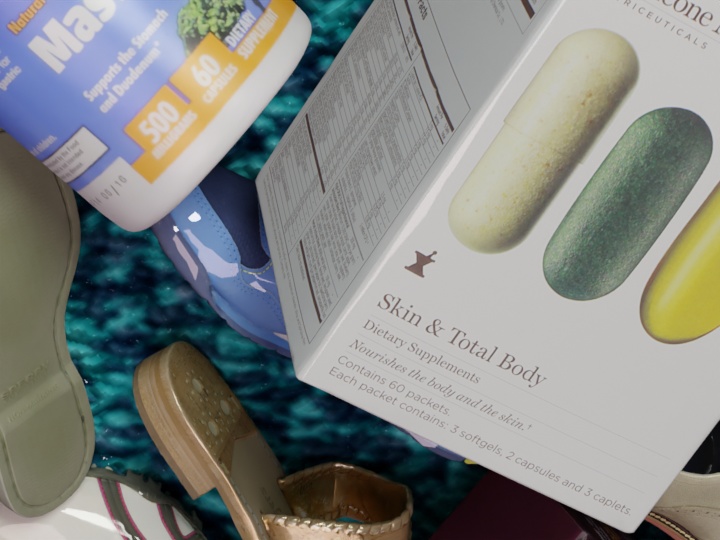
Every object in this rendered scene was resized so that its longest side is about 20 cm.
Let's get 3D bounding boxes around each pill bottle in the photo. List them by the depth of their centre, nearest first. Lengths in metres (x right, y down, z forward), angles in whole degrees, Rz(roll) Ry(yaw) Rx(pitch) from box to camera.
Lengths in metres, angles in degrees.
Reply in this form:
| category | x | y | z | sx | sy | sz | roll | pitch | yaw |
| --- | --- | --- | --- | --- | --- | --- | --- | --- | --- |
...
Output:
| category | x | y | z | sx | sy | sz | roll | pitch | yaw |
| --- | --- | --- | --- | --- | --- | --- | --- | --- | --- |
| pill bottle | -0.126 | -0.118 | 1.090 | 0.200 | 0.112 | 0.112 | 41 | 118 | -11 |

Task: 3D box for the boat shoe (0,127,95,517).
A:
| category | x | y | z | sx | sy | sz | roll | pitch | yaw |
| --- | --- | --- | --- | --- | --- | --- | --- | --- | --- |
| boat shoe | -0.159 | 0.012 | 1.216 | 0.066 | 0.074 | 0.200 | 29 | 143 | 37 |

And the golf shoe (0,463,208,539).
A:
| category | x | y | z | sx | sy | sz | roll | pitch | yaw |
| --- | --- | --- | --- | --- | --- | --- | --- | --- | --- |
| golf shoe | -0.092 | 0.152 | 1.288 | 0.199 | 0.088 | 0.077 | 23 | 124 | -9 |

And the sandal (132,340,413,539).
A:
| category | x | y | z | sx | sy | sz | roll | pitch | yaw |
| --- | --- | --- | --- | --- | --- | --- | --- | --- | --- |
| sandal | -0.012 | 0.109 | 1.260 | 0.070 | 0.078 | 0.212 | -28 | 111 | 23 |

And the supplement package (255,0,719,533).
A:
| category | x | y | z | sx | sy | sz | roll | pitch | yaw |
| --- | --- | --- | --- | --- | --- | --- | --- | --- | --- |
| supplement package | 0.081 | -0.044 | 1.053 | 0.151 | 0.151 | 0.200 | 26 | 113 | -21 |

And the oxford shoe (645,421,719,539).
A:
| category | x | y | z | sx | sy | sz | roll | pitch | yaw |
| --- | --- | --- | --- | --- | --- | --- | --- | --- | --- |
| oxford shoe | 0.162 | 0.084 | 1.202 | 0.200 | 0.071 | 0.074 | 14 | 159 | -30 |

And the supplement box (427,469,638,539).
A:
| category | x | y | z | sx | sy | sz | roll | pitch | yaw |
| --- | --- | --- | --- | --- | --- | --- | --- | --- | --- |
| supplement box | 0.111 | 0.183 | 1.257 | 0.200 | 0.086 | 0.110 | 38 | 97 | -30 |

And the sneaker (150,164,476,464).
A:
| category | x | y | z | sx | sy | sz | roll | pitch | yaw |
| --- | --- | --- | --- | --- | --- | --- | --- | --- | --- |
| sneaker | 0.000 | 0.000 | 1.192 | 0.200 | 0.074 | 0.082 | 30 | 119 | -23 |
